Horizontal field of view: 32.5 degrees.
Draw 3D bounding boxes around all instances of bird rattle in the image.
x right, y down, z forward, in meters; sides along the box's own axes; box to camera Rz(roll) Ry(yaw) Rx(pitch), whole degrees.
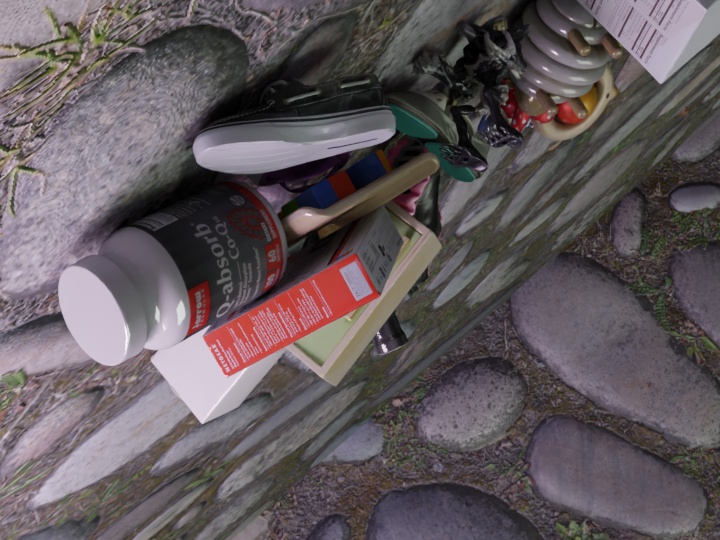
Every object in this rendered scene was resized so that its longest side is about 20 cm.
[{"bbox_3d":[0.273,-0.234,1.638,0.201,0.112,0.163,-51,137,-1],"label":"bird rattle"}]

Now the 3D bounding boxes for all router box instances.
[{"bbox_3d":[-0.053,0.016,1.252,0.178,0.049,0.200,-28,-170,16],"label":"router box"}]

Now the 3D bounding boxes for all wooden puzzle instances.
[{"bbox_3d":[-0.039,-0.065,1.265,0.199,0.047,0.184,-26,178,-43],"label":"wooden puzzle"}]

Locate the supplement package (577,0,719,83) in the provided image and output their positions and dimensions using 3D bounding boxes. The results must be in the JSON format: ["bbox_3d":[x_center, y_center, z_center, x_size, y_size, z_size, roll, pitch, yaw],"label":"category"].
[{"bbox_3d":[0.321,-0.345,1.314,0.151,0.200,0.151,-39,167,-17],"label":"supplement package"}]

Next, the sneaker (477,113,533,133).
[{"bbox_3d":[0.248,-0.235,1.716,0.199,0.085,0.077,-37,166,-23],"label":"sneaker"}]

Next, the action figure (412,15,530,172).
[{"bbox_3d":[0.128,-0.214,1.340,0.118,0.202,0.102,-22,140,30],"label":"action figure"}]

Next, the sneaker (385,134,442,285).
[{"bbox_3d":[0.069,-0.073,1.512,0.095,0.078,0.203,9,96,-48],"label":"sneaker"}]

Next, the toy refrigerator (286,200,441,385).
[{"bbox_3d":[-0.002,0.022,1.376,0.201,0.076,0.070,-52,160,-3],"label":"toy refrigerator"}]

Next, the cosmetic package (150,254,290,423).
[{"bbox_3d":[-0.145,0.071,1.453,0.200,0.108,0.085,-48,165,29],"label":"cosmetic package"}]

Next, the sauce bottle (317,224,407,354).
[{"bbox_3d":[0.000,0.000,1.454,0.064,0.203,0.065,-21,-176,1],"label":"sauce bottle"}]

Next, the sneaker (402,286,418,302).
[{"bbox_3d":[0.041,-0.003,1.664,0.074,0.107,0.200,-31,-175,4],"label":"sneaker"}]

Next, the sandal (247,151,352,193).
[{"bbox_3d":[-0.049,-0.110,1.285,0.083,0.050,0.202,-50,167,31],"label":"sandal"}]

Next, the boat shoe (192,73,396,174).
[{"bbox_3d":[-0.064,-0.137,1.116,0.198,0.072,0.072,-12,166,-29],"label":"boat shoe"}]

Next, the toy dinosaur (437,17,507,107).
[{"bbox_3d":[0.114,-0.212,1.476,0.200,0.048,0.088,-47,174,33],"label":"toy dinosaur"}]

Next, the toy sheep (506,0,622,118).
[{"bbox_3d":[0.243,-0.271,1.482,0.137,0.138,0.201,-28,155,-49],"label":"toy sheep"}]

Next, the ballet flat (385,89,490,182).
[{"bbox_3d":[0.085,-0.170,1.410,0.199,0.067,0.064,35,71,-47],"label":"ballet flat"}]

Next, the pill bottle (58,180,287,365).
[{"bbox_3d":[-0.169,0.002,1.128,0.199,0.116,0.116,-32,164,-43],"label":"pill bottle"}]

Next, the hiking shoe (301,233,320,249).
[{"bbox_3d":[-0.006,-0.064,1.565,0.199,0.076,0.100,-32,-179,-36],"label":"hiking shoe"}]
